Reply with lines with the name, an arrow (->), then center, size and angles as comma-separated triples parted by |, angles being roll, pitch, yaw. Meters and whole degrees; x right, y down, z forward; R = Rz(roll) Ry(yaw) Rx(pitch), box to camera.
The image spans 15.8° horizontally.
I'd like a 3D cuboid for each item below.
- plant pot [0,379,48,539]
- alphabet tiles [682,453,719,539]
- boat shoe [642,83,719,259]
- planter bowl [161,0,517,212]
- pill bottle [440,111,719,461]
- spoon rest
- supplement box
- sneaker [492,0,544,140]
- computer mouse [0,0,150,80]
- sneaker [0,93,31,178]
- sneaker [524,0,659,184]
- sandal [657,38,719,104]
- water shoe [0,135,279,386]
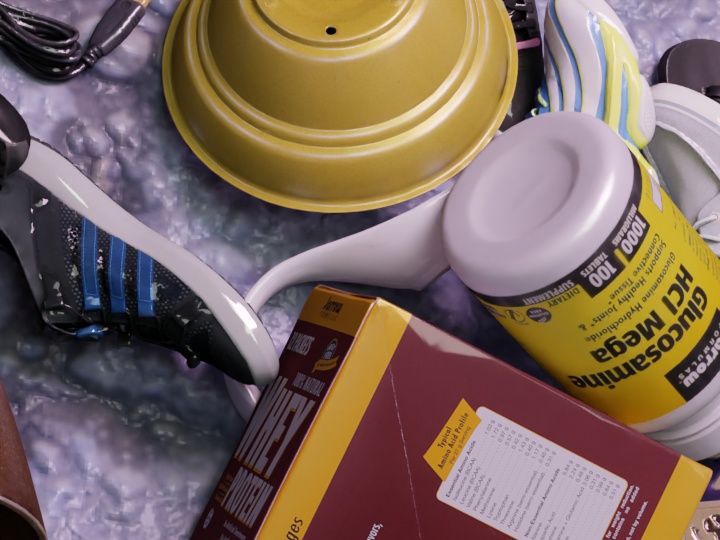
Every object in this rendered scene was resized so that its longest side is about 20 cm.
plant pot -> -0.254, 0.055, 1.253 | 0.186, 0.187, 0.201 | 2, 58, -23
alphabet tiles -> 0.167, 0.198, 1.421 | 0.165, 0.006, 0.201 | -6, 69, 4
boat shoe -> 0.225, -0.020, 1.528 | 0.201, 0.070, 0.072 | 49, 58, -5
planter bowl -> -0.013, -0.137, 1.411 | 0.199, 0.084, 0.201 | -1, 60, 2
pill bottle -> 0.139, 0.015, 1.397 | 0.200, 0.112, 0.113 | 45, 58, -37
spoon rest -> 0.000, 0.000, 1.419 | 0.200, 0.099, 0.061 | -39, 87, -17
supplement box -> 0.033, 0.140, 1.325 | 0.199, 0.133, 0.198 | 27, 86, -13
sneaker -> 0.080, -0.175, 1.499 | 0.070, 0.099, 0.201 | -8, 78, -27
computer mouse -> -0.161, -0.205, 1.434 | 0.140, 0.046, 0.200 | 35, 63, -8
sneaker -> -0.239, -0.132, 1.348 | 0.200, 0.070, 0.090 | 34, 58, 9
sneaker -> 0.114, -0.057, 1.472 | 0.105, 0.076, 0.201 | -17, 98, -19
sandal -> 0.262, -0.068, 1.574 | 0.200, 0.045, 0.075 | 48, 62, -3
water shoe -> -0.133, 0.013, 1.358 | 0.200, 0.072, 0.079 | 37, 73, 14
